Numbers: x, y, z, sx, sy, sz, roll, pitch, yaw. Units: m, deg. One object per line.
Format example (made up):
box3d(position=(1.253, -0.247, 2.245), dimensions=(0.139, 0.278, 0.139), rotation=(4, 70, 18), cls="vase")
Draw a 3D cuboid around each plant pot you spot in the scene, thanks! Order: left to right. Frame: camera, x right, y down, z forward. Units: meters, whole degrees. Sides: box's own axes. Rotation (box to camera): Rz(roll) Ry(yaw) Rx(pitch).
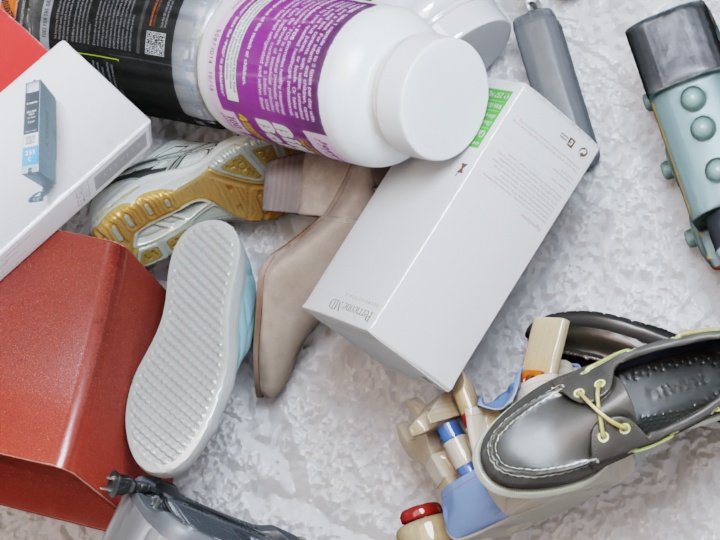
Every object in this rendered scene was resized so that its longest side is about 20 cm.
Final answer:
box3d(position=(-0.236, 0.070, 1.678), dimensions=(0.199, 0.200, 0.177), rotation=(11, 73, 20), cls="plant pot")

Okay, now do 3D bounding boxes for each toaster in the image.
box3d(position=(-0.117, 0.232, 1.610), dimensions=(0.129, 0.200, 0.114), rotation=(-61, 29, 5), cls="toaster")

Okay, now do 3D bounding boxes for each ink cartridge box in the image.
box3d(position=(-0.278, -0.090, 1.638), dimensions=(0.176, 0.045, 0.200), rotation=(42, 72, 14), cls="ink cartridge box")

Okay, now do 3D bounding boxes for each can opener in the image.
box3d(position=(0.140, -0.170, 1.664), dimensions=(0.066, 0.053, 0.200), rotation=(-14, 76, 15), cls="can opener")

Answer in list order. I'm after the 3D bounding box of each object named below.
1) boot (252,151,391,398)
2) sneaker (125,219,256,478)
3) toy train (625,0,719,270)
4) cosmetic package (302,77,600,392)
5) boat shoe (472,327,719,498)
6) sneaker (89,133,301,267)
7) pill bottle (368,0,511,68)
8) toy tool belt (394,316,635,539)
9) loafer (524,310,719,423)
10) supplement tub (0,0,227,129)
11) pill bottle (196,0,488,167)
box3d(position=(0.000, 0.000, 1.674), dimensions=(0.146, 0.070, 0.200), rotation=(4, 103, 3), cls="boot")
box3d(position=(-0.109, 0.067, 1.658), dimensions=(0.074, 0.082, 0.200), rotation=(3, 60, 22), cls="sneaker")
box3d(position=(0.240, -0.090, 1.583), dimensions=(0.085, 0.114, 0.200), rotation=(-19, 74, 15), cls="toy train")
box3d(position=(0.062, -0.028, 1.584), dimensions=(0.200, 0.085, 0.108), rotation=(-57, 28, -10), cls="cosmetic package")
box3d(position=(0.166, 0.086, 1.492), dimensions=(0.201, 0.061, 0.072), rotation=(-21, 73, -18), cls="boat shoe")
box3d(position=(-0.111, -0.075, 1.718), dimensions=(0.200, 0.076, 0.088), rotation=(-19, 36, -4), cls="sneaker")
box3d(position=(0.017, -0.224, 1.682), dimensions=(0.112, 0.112, 0.200), rotation=(-41, 70, 7), cls="pill bottle")
box3d(position=(0.087, 0.119, 1.596), dimensions=(0.200, 0.125, 0.123), rotation=(-31, 69, 39), cls="toy tool belt")
box3d(position=(0.204, 0.077, 1.585), dimensions=(0.200, 0.073, 0.071), rotation=(12, 83, 20), cls="loafer")
box3d(position=(-0.162, -0.177, 1.721), dimensions=(0.200, 0.122, 0.123), rotation=(12, 84, 28), cls="supplement tub")
box3d(position=(-0.011, -0.131, 1.584), dimensions=(0.200, 0.112, 0.112), rotation=(17, 85, 46), cls="pill bottle")
